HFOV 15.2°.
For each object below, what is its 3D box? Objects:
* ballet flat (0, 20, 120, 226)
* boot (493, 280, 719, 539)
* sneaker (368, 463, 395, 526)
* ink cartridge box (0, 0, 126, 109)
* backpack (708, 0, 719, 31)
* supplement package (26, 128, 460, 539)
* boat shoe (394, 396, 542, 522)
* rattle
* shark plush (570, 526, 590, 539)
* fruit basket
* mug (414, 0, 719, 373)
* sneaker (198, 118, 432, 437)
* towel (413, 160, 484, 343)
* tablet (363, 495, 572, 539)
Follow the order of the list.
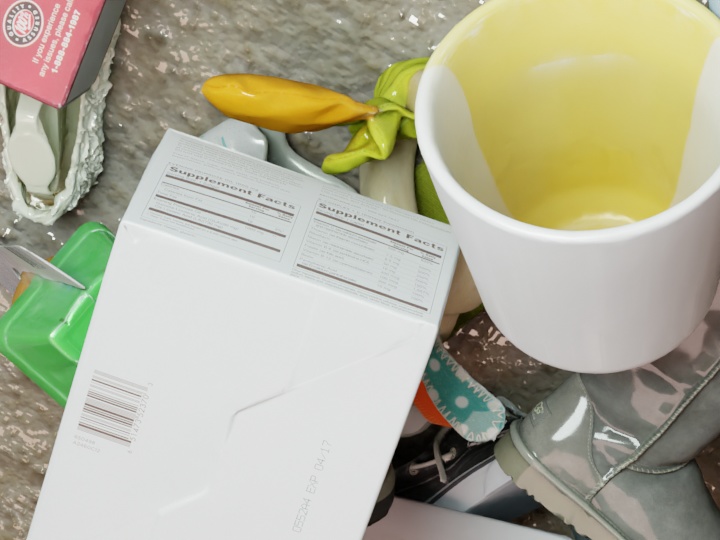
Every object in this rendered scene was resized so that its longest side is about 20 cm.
[{"bbox_3d":[-0.162,-0.107,1.410,0.071,0.072,0.201,10,128,12],"label":"ballet flat"},{"bbox_3d":[0.187,0.065,1.360,0.182,0.073,0.200,35,108,-18],"label":"boot"},{"bbox_3d":[-0.032,0.153,1.486,0.200,0.075,0.107,-4,101,61],"label":"sneaker"},{"bbox_3d":[-0.203,-0.186,1.316,0.199,0.083,0.146,23,104,1],"label":"ink cartridge box"},{"bbox_3d":[0.227,-0.144,1.205,0.163,0.154,0.200,3,149,20],"label":"backpack"},{"bbox_3d":[-0.058,0.061,1.303,0.155,0.111,0.201,19,117,0],"label":"supplement package"},{"bbox_3d":[0.065,0.105,1.491,0.073,0.068,0.199,-4,158,-35],"label":"boat shoe"},{"bbox_3d":[0.000,0.000,1.355,0.130,0.143,0.201,29,122,40],"label":"rattle"},{"bbox_3d":[0.126,0.192,1.444,0.083,0.200,0.091,26,95,-41],"label":"shark plush"},{"bbox_3d":[-0.132,0.040,1.476,0.185,0.200,0.094,43,83,-14],"label":"fruit basket"},{"bbox_3d":[0.115,-0.044,1.249,0.149,0.187,0.153,21,150,22],"label":"mug"},{"bbox_3d":[-0.021,0.004,1.428,0.080,0.070,0.200,-37,97,34],"label":"sneaker"},{"bbox_3d":[0.026,0.004,1.460,0.086,0.018,0.200,38,129,-13],"label":"towel"},{"bbox_3d":[0.051,0.189,1.469,0.200,0.014,0.131,9,114,47],"label":"tablet"}]
